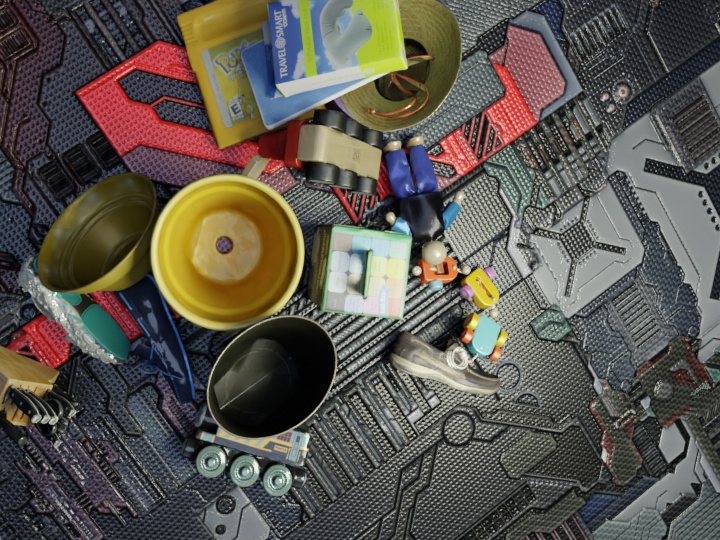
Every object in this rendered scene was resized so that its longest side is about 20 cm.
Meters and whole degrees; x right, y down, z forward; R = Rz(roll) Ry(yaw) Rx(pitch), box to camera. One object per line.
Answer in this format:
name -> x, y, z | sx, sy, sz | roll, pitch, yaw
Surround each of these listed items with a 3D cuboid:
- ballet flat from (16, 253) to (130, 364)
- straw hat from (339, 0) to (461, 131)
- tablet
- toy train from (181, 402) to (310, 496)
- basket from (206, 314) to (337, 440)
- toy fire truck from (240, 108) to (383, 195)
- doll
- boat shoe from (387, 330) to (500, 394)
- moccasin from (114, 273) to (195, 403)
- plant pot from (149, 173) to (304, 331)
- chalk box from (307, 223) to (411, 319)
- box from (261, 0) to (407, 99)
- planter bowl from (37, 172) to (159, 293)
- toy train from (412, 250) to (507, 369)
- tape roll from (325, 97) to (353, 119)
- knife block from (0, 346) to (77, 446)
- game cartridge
ballet flat -> -0.418, 0.064, 0.968 | 0.072, 0.072, 0.201 | -39, 100, -7
straw hat -> 0.063, -0.272, 0.939 | 0.199, 0.085, 0.204 | -7, 73, 23
tablet -> -0.064, -0.292, 0.928 | 0.198, 0.014, 0.131 | -23, 78, 12
toy train -> -0.171, 0.272, 1.030 | 0.198, 0.085, 0.115 | 19, 77, -11
basket -> -0.136, 0.152, 0.925 | 0.180, 0.200, 0.137 | -36, 90, -21
toy fire truck -> -0.088, -0.158, 0.993 | 0.198, 0.175, 0.130 | 8, 93, 29
doll -> 0.099, -0.108, 1.053 | 0.135, 0.048, 0.202 | -12, 83, -11
boat shoe -> 0.145, 0.150, 1.094 | 0.198, 0.074, 0.074 | 18, 90, -15
moccasin -> -0.306, 0.107, 0.988 | 0.068, 0.080, 0.202 | -22, 86, -25
plant pot -> -0.189, -0.030, 0.942 | 0.198, 0.189, 0.204 | -1, 95, -14
chalk box -> 0.000, 0.000, 0.983 | 0.122, 0.200, 0.126 | 7, 93, -13
box -> -0.043, -0.312, 0.894 | 0.198, 0.048, 0.124 | -9, 81, 13
planter bowl -> -0.346, -0.034, 0.937 | 0.200, 0.200, 0.084 | -43, 138, -6
toy train -> 0.158, 0.061, 1.087 | 0.149, 0.056, 0.202 | -7, 74, -23
tape roll -> 0.024, -0.319, 1.010 | 0.198, 0.085, 0.203 | -4, 103, -17
knife block -> -0.481, 0.163, 0.895 | 0.199, 0.175, 0.065 | 28, 87, -13
game cartridge -> -0.160, -0.301, 0.978 | 0.174, 0.032, 0.202 | -16, 99, 11
